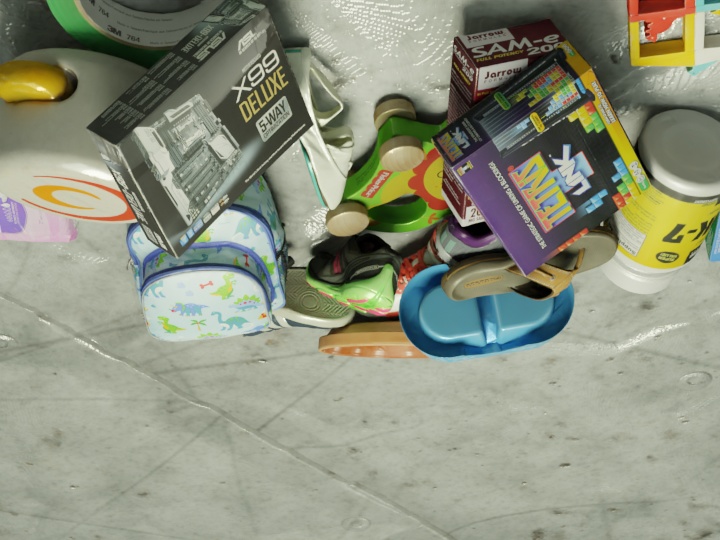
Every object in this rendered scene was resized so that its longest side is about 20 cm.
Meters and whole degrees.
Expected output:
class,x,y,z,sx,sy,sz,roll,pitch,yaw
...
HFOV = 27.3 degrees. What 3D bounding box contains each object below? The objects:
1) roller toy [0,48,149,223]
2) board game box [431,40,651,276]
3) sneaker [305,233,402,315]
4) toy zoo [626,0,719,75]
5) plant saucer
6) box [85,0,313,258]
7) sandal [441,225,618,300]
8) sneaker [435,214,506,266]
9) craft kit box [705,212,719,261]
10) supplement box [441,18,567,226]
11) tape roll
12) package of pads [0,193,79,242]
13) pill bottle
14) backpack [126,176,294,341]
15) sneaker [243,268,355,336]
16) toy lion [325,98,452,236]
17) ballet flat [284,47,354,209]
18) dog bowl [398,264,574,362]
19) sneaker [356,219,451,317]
class,x,y,z,sx,sy,sz,roll,pitch,yaw
roller toy,-0.276,-0.138,1.476,0.198,0.141,0.182,13,164,-19
board game box,0.185,-0.107,1.482,0.165,0.057,0.200,-37,137,4
sneaker,0.000,0.000,1.699,0.076,0.084,0.200,28,174,-24
toy zoo,0.326,-0.263,1.448,0.130,0.021,0.201,-6,142,7
plant saucer,0.047,0.086,1.837,0.198,0.033,0.200,2,173,0
box,-0.145,-0.136,1.389,0.050,0.200,0.158,29,155,35
sandal,0.188,0.004,1.629,0.198,0.055,0.082,-14,147,2
sneaker,0.184,-0.052,1.640,0.198,0.075,0.088,-15,164,-11
craft kit box,0.499,-0.089,1.668,0.196,0.049,0.201,0,143,3
supplement box,0.147,-0.148,1.509,0.108,0.061,0.201,-14,134,-16
tape roll,-0.195,-0.276,1.392,0.198,0.048,0.201,-1,143,-1
package of pads,-0.407,-0.091,1.610,0.198,0.076,0.121,2,141,-5
pill bottle,0.332,-0.070,1.628,0.113,0.115,0.201,4,143,-8
backpack,-0.172,-0.021,1.652,0.181,0.148,0.201,-5,140,2
sneaker,-0.105,0.047,1.809,0.198,0.075,0.085,9,142,2
toy lion,0.079,-0.104,1.628,0.190,0.069,0.200,11,142,-28
ballet flat,-0.042,-0.147,1.541,0.069,0.070,0.201,-13,129,15
dog bowl,0.143,0.046,1.688,0.198,0.112,0.050,-10,158,1
sneaker,0.079,-0.010,1.741,0.199,0.068,0.108,-10,142,6
